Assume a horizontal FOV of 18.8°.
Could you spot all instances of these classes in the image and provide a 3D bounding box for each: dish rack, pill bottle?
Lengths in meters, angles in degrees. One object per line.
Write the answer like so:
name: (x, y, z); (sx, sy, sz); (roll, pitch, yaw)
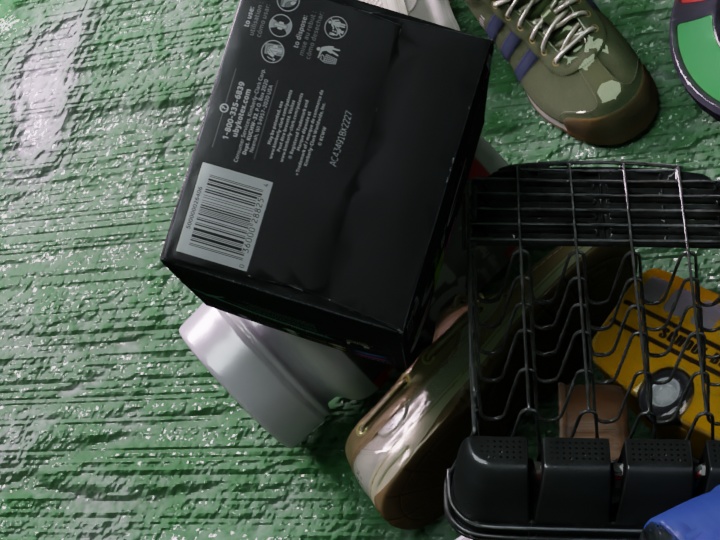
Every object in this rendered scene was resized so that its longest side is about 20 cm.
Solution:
dish rack: (0.116, 0.032, 1.029); (0.152, 0.055, 0.201); (2, 50, -1)
pill bottle: (0.000, 0.000, 1.244); (0.200, 0.114, 0.114); (-44, 42, 0)

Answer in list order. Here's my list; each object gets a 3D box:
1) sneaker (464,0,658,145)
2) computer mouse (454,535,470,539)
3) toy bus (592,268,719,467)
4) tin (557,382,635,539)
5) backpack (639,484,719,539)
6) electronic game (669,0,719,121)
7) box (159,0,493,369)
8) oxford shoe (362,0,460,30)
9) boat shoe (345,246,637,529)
sneaker: (0.102, -0.157, 1.309); (0.067, 0.090, 0.201); (-38, 42, 4)
computer mouse: (0.035, 0.184, 1.106); (0.199, 0.044, 0.110); (-27, 37, 39)
toy bus: (0.203, 0.072, 1.067); (0.078, 0.065, 0.199); (-51, 42, -11)
tin: (0.113, 0.146, 1.041); (0.041, 0.112, 0.201); (-3, 53, 8)
backpack: (0.216, 0.174, 0.907); (0.167, 0.164, 0.200); (-24, 43, -20)
electronic game: (0.266, -0.159, 1.221); (0.199, 0.042, 0.201); (-21, 47, 24)
box: (-0.012, -0.043, 1.089); (0.123, 0.200, 0.150); (17, 84, 5)
oxford shoe: (0.029, -0.181, 1.415); (0.057, 0.076, 0.201); (3, 37, -11)
boat shoe: (0.066, 0.047, 1.185); (0.200, 0.074, 0.066); (-46, 47, -2)
